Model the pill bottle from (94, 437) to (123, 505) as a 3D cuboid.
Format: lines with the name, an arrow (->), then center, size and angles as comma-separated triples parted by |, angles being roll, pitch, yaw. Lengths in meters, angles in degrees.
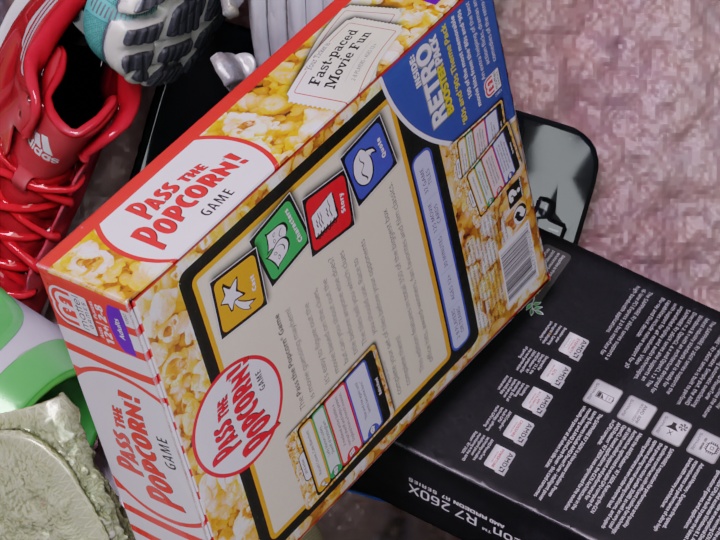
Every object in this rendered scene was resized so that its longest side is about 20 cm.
pill bottle -> -0.169, 0.129, 1.145 | 0.199, 0.112, 0.113 | -15, 96, -9

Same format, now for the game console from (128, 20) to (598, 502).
game console -> 0.000, 0.000, 1.164 | 0.199, 0.118, 0.171 | 16, 91, -11

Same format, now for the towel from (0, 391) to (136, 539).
towel -> -0.131, 0.146, 1.049 | 0.148, 0.037, 0.201 | -17, 111, 22

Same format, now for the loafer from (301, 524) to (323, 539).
loafer -> -0.074, 0.177, 1.109 | 0.075, 0.068, 0.200 | 9, 121, -44

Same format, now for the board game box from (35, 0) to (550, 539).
board game box -> -0.016, 0.001, 1.002 | 0.200, 0.046, 0.152 | -44, 137, -32

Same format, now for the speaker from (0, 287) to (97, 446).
speaker -> -0.199, 0.022, 1.104 | 0.200, 0.088, 0.089 | 31, 88, 22

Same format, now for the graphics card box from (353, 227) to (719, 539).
graphics card box -> 0.091, 0.061, 1.091 | 0.199, 0.051, 0.126 | 25, 57, 16

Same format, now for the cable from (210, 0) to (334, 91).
cable -> 0.010, -0.148, 1.115 | 0.069, 0.200, 0.201 | 8, 83, 16

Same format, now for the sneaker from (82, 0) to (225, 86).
sneaker -> -0.080, -0.141, 1.119 | 0.079, 0.200, 0.078 | 22, 124, -1

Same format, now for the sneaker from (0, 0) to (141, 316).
sneaker -> -0.146, -0.033, 1.136 | 0.078, 0.116, 0.201 | 18, 89, -10
